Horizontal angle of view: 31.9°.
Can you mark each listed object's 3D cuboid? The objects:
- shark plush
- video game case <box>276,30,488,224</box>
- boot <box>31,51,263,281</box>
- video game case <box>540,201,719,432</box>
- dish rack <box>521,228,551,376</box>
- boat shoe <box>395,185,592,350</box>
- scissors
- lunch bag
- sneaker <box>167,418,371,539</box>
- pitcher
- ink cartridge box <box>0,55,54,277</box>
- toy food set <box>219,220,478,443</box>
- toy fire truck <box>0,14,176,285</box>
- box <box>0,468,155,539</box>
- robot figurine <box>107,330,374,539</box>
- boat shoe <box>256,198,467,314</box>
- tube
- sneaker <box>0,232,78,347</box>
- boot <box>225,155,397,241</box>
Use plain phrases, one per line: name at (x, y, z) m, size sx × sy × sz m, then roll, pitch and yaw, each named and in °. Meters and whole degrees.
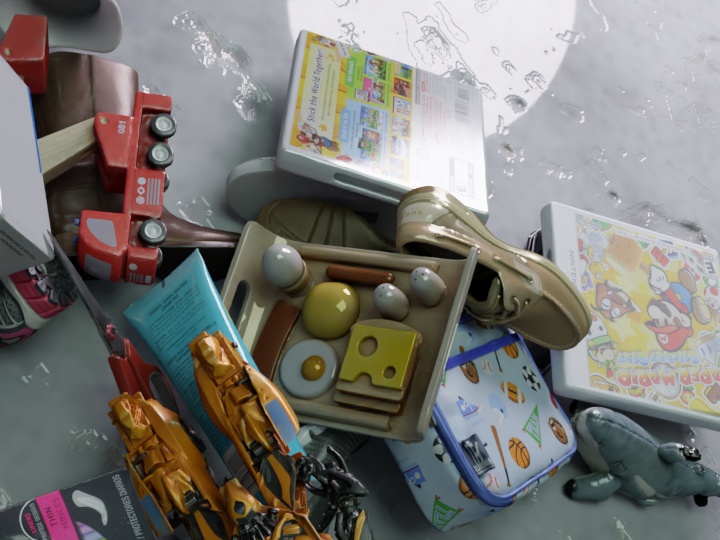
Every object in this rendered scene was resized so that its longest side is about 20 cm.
shark plush at (0.262, 0.175, 1.098) m, size 0.198 × 0.083 × 0.092 m, roll 31°, pitch 54°, yaw -10°
video game case at (0.023, -0.126, 1.096) m, size 0.180 × 0.023 × 0.201 m, roll 17°, pitch 38°, yaw -10°
boot at (-0.177, -0.091, 1.028) m, size 0.184 × 0.064 × 0.202 m, roll 3°, pitch 60°, yaw -28°
video game case at (0.254, 0.042, 1.139) m, size 0.198 × 0.023 × 0.184 m, roll 14°, pitch 59°, yaw -24°
dish rack at (0.246, 0.048, 1.180) m, size 0.198 × 0.055 × 0.155 m, roll 23°, pitch 57°, yaw -17°
boat shoe at (0.105, 0.015, 1.017) m, size 0.199 × 0.071 × 0.065 m, roll 33°, pitch 41°, yaw -18°
scissors at (-0.175, 0.051, 0.905) m, size 0.073 × 0.014 × 0.202 m, roll -55°, pitch 130°, yaw -60°
lunch bag at (0.086, 0.111, 1.009) m, size 0.199 × 0.075 × 0.162 m, roll -11°, pitch 71°, yaw -58°
sneaker at (-0.046, 0.171, 0.952) m, size 0.199 × 0.066 × 0.091 m, roll -32°, pitch 84°, yaw -33°
pitcher at (-0.259, -0.271, 1.054) m, size 0.169 × 0.122 × 0.202 m, roll -1°, pitch 51°, yaw 10°
ink cartridge box at (-0.323, -0.055, 0.854) m, size 0.197 × 0.084 × 0.148 m, roll -17°, pitch 67°, yaw 6°
toy food set at (-0.020, 0.039, 0.936) m, size 0.060 × 0.197 × 0.145 m, roll 47°, pitch 55°, yaw -55°
toy fire truck at (-0.212, -0.090, 0.954) m, size 0.139 × 0.049 × 0.203 m, roll 6°, pitch 64°, yaw -11°
box at (-0.228, 0.224, 0.798) m, size 0.198 × 0.106 × 0.123 m, roll -16°, pitch 72°, yaw -33°
robot figurine at (-0.081, 0.147, 0.830) m, size 0.144 × 0.058 × 0.201 m, roll -37°, pitch 65°, yaw 1°
boat shoe at (0.000, 0.000, 1.068) m, size 0.197 × 0.065 × 0.073 m, roll 19°, pitch 61°, yaw -14°
tube at (-0.100, 0.085, 0.913) m, size 0.077 × 0.050 × 0.201 m, roll -37°, pitch 69°, yaw 7°
sneaker at (-0.285, -0.038, 0.935) m, size 0.080 × 0.074 × 0.201 m, roll 28°, pitch 29°, yaw -60°
boot at (-0.027, -0.083, 1.106) m, size 0.197 × 0.074 × 0.096 m, roll 10°, pitch 44°, yaw -23°
